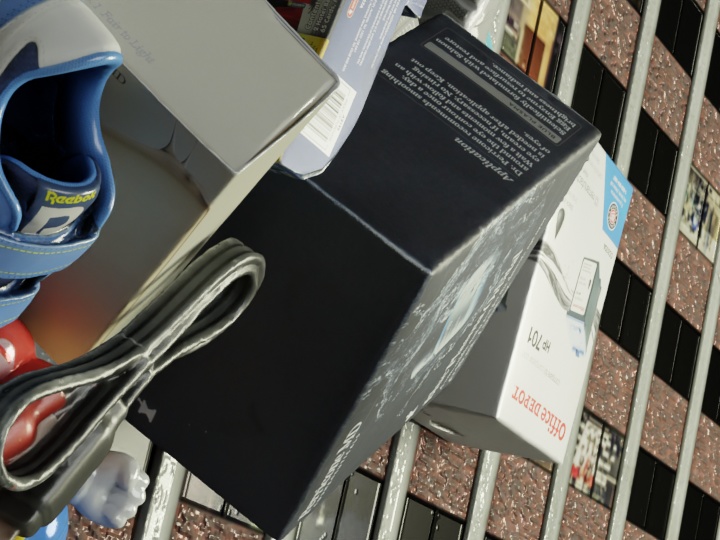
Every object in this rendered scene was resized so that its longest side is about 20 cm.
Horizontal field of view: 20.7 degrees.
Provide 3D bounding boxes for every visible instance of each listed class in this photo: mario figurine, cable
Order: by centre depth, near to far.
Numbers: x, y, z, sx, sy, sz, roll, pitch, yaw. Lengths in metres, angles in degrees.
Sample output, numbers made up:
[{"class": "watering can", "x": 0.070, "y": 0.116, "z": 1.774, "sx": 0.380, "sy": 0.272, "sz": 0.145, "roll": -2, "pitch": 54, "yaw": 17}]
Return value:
[{"class": "cable", "x": -0.113, "y": 0.040, "z": 0.798, "sx": 0.200, "sy": 0.050, "sz": 0.097, "roll": -52, "pitch": 157, "yaw": -31}, {"class": "mario figurine", "x": -0.148, "y": 0.108, "z": 0.869, "sx": 0.124, "sy": 0.105, "sz": 0.201, "roll": -103, "pitch": -174, "yaw": -56}]

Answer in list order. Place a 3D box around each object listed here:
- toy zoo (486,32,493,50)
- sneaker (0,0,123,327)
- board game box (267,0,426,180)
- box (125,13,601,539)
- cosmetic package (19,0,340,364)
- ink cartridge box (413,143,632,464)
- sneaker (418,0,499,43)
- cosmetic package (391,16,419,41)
[{"class": "toy zoo", "x": 0.044, "y": -0.146, "z": 1.254, "sx": 0.131, "sy": 0.020, "sz": 0.201, "roll": -49, "pitch": 134, "yaw": -45}, {"class": "sneaker", "x": -0.141, "y": -0.017, "z": 0.721, "sx": 0.074, "sy": 0.082, "sz": 0.201, "roll": -20, "pitch": 131, "yaw": -55}, {"class": "board game box", "x": -0.064, "y": -0.148, "z": 0.915, "sx": 0.062, "sy": 0.199, "sz": 0.201, "roll": 36, "pitch": 73, "yaw": -54}, {"class": "box", "x": 0.000, "y": 0.000, "z": 1.021, "sx": 0.200, "sy": 0.117, "sz": 0.197, "roll": -37, "pitch": 160, "yaw": -51}, {"class": "cosmetic package", "x": -0.102, "y": -0.048, "z": 0.822, "sx": 0.104, "sy": 0.200, "sz": 0.073, "roll": 45, "pitch": 54, "yaw": 1}, {"class": "ink cartridge box", "x": 0.100, "y": 0.010, "z": 1.283, "sx": 0.146, "sy": 0.085, "sz": 0.201, "roll": 37, "pitch": 65, "yaw": -62}, {"class": "sneaker", "x": 0.036, "y": -0.118, "z": 1.178, "sx": 0.082, "sy": 0.075, "sz": 0.201, "roll": 23, "pitch": 95, "yaw": -59}, {"class": "cosmetic package", "x": -0.041, "y": -0.191, "z": 1.042, "sx": 0.107, "sy": 0.090, "sz": 0.201, "roll": -47, "pitch": 129, "yaw": -46}]
